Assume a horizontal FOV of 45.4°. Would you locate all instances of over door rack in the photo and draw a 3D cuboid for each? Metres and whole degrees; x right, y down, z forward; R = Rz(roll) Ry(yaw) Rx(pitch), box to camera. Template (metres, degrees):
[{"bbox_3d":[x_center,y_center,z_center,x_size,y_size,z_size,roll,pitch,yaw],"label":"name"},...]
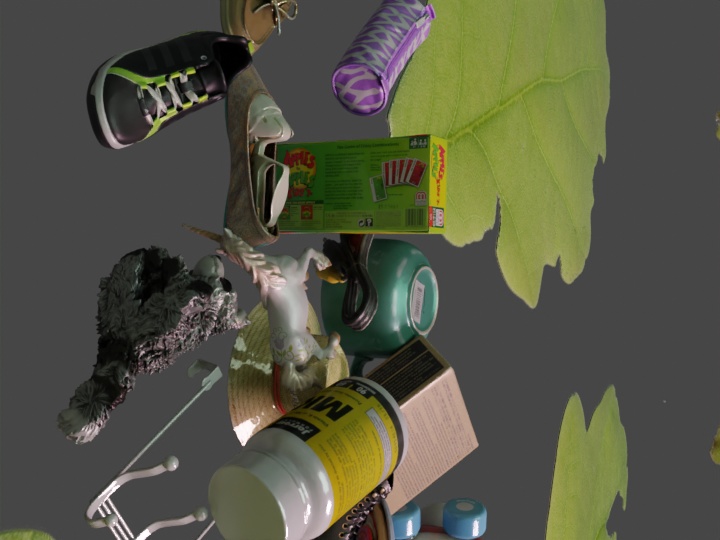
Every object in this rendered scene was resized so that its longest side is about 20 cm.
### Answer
[{"bbox_3d":[-0.159,0.206,0.824,0.201,0.066,0.149,-57,139,-44],"label":"over door rack"}]

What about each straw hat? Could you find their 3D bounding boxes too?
[{"bbox_3d":[-0.060,0.118,0.981,0.200,0.084,0.205,-5,96,-62],"label":"straw hat"}]

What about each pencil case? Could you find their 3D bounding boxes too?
[{"bbox_3d":[0.033,-0.287,1.136,0.201,0.084,0.085,-62,143,-38],"label":"pencil case"}]

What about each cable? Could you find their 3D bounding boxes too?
[{"bbox_3d":[0.000,0.000,0.981,0.097,0.200,0.050,-44,122,6],"label":"cable"}]

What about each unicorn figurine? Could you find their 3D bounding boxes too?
[{"bbox_3d":[-0.079,0.027,0.880,0.137,0.073,0.203,-9,75,-64],"label":"unicorn figurine"}]

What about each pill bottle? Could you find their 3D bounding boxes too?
[{"bbox_3d":[-0.047,0.191,0.844,0.199,0.113,0.116,-26,113,-52],"label":"pill bottle"}]

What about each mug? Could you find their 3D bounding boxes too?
[{"bbox_3d":[0.037,0.050,1.125,0.152,0.113,0.187,-51,134,-48],"label":"mug"}]

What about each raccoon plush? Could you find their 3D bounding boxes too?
[{"bbox_3d":[-0.188,0.067,0.786,0.201,0.096,0.134,-50,155,-8],"label":"raccoon plush"}]

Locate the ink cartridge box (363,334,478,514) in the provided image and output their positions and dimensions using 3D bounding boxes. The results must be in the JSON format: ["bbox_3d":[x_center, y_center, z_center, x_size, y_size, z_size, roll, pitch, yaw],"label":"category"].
[{"bbox_3d":[0.055,0.204,1.108,0.164,0.075,0.201,-34,138,-10],"label":"ink cartridge box"}]

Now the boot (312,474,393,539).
[{"bbox_3d":[-0.010,0.284,0.953,0.077,0.137,0.203,18,51,-65],"label":"boot"}]

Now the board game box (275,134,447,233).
[{"bbox_3d":[-0.002,-0.092,0.960,0.047,0.197,0.104,0,92,-61],"label":"board game box"}]

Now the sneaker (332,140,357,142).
[{"bbox_3d":[0.023,-0.109,1.138,0.199,0.075,0.118,-4,98,-62],"label":"sneaker"}]

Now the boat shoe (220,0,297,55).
[{"bbox_3d":[-0.094,-0.318,0.924,0.073,0.062,0.203,46,52,-52],"label":"boat shoe"}]

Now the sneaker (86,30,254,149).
[{"bbox_3d":[-0.165,-0.177,0.781,0.201,0.082,0.073,-54,135,-46],"label":"sneaker"}]

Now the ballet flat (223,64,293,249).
[{"bbox_3d":[-0.104,-0.123,0.910,0.068,0.066,0.204,-3,93,-61],"label":"ballet flat"}]

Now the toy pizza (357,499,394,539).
[{"bbox_3d":[-0.010,0.359,1.028,0.031,0.200,0.204,12,77,-17],"label":"toy pizza"}]

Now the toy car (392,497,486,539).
[{"bbox_3d":[0.099,0.400,1.256,0.200,0.174,0.188,-87,176,-80],"label":"toy car"}]
